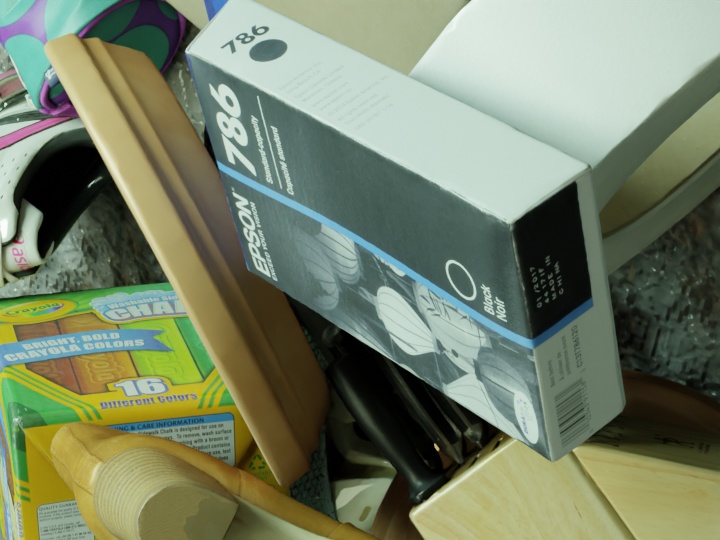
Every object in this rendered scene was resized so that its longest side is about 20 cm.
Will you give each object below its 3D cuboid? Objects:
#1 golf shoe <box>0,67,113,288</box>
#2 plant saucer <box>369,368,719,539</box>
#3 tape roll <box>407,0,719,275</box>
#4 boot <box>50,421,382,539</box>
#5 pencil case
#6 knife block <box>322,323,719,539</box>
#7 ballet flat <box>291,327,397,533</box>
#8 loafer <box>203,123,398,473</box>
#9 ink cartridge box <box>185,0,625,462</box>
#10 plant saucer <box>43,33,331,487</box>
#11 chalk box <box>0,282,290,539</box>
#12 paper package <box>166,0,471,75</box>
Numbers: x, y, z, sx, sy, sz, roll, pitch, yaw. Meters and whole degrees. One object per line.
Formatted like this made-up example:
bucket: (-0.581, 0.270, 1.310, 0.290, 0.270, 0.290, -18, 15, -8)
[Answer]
golf shoe: (-0.196, -0.019, 1.082, 0.092, 0.200, 0.073, 30, 157, 42)
plant saucer: (0.097, 0.141, 0.936, 0.199, 0.032, 0.201, 2, 98, 12)
tape roll: (0.098, -0.069, 0.794, 0.071, 0.202, 0.203, 49, 133, 13)
boot: (-0.030, 0.123, 0.924, 0.201, 0.071, 0.144, 34, 176, -19)
pencil case: (-0.176, -0.164, 1.078, 0.092, 0.085, 0.200, -45, 74, 13)
knife block: (0.058, 0.102, 0.890, 0.175, 0.064, 0.201, 10, 101, 10)
ballet flat: (-0.005, 0.071, 1.046, 0.074, 0.074, 0.201, 14, 121, 37)
loafer: (0.000, 0.000, 0.961, 0.200, 0.070, 0.075, 58, 177, -29)
ink cartridge box: (0.001, -0.023, 0.740, 0.200, 0.039, 0.100, 31, 146, 43)
plant saucer: (-0.064, -0.009, 0.897, 0.201, 0.037, 0.200, 61, 176, 7)
chalk box: (-0.113, 0.081, 1.077, 0.200, 0.124, 0.124, -128, 34, -64)
paper package: (0.004, -0.166, 0.904, 0.200, 0.103, 0.191, 41, 131, 20)
